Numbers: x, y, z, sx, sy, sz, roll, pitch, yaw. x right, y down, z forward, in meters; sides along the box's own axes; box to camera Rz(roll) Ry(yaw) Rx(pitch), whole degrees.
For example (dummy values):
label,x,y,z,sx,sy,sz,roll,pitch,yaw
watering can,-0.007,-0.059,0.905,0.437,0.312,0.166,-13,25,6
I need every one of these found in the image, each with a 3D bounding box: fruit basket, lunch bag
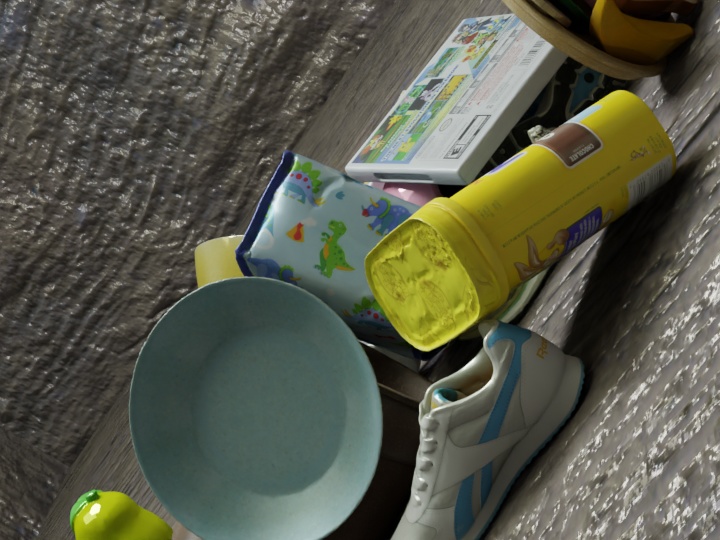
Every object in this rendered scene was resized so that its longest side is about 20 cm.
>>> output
label,x,y,z,sx,sy,sz,roll,pitch,yaw
fruit basket,-0.198,0.303,1.535,0.156,0.215,0.216,-61,10,2
lunch bag,0.000,0.000,1.435,0.128,0.169,0.200,-63,-13,-16

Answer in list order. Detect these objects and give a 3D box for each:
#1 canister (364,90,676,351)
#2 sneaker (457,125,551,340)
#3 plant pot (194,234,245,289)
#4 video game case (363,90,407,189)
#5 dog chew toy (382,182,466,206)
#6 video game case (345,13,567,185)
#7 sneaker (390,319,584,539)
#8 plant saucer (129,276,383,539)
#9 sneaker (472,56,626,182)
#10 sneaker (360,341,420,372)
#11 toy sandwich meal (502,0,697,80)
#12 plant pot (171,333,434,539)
label,x,y,z,sx,sy,sz,roll,pitch,yaw
canister,0.116,-0.038,1.192,0.199,0.087,0.149,-33,-3,-25
sneaker,0.121,-0.036,1.360,0.201,0.088,0.077,-56,10,13
plant pot,-0.104,0.051,2.000,0.200,0.198,0.143,146,128,-67
video game case,0.015,-0.086,1.682,0.182,0.023,0.201,-89,22,-83
dog chew toy,0.065,-0.037,1.570,0.125,0.124,0.200,-63,3,-29
video game case,0.095,-0.155,1.488,0.200,0.022,0.182,-52,28,-18
sneaker,0.068,0.124,1.146,0.201,0.080,0.077,-57,11,12
plant saucer,-0.072,0.104,1.212,0.202,0.201,0.039,-55,-14,15
sneaker,0.163,-0.106,1.469,0.200,0.078,0.090,-51,-2,-17
sneaker,0.003,0.101,1.586,0.081,0.076,0.200,-53,6,-39
toy sandwich meal,0.192,-0.234,1.368,0.070,0.204,0.206,-54,10,27
plant pot,-0.043,0.156,1.316,0.199,0.199,0.200,-64,9,3
